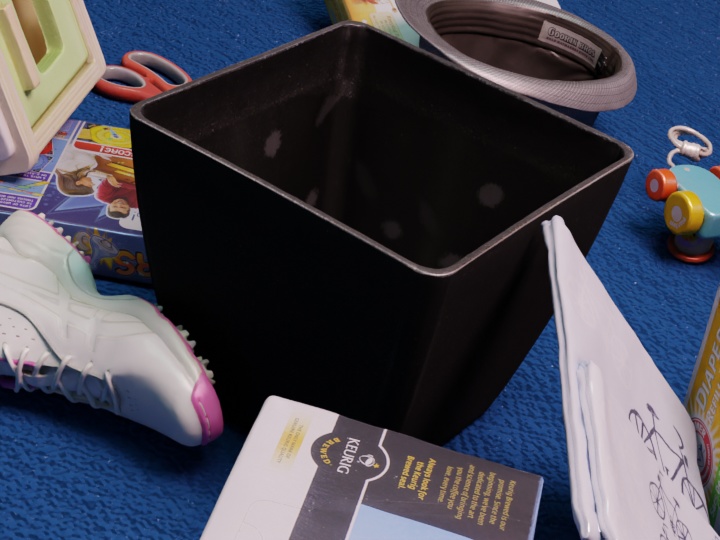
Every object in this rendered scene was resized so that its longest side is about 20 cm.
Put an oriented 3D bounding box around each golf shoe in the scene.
[{"bbox_3d":[-0.157,0.046,0.868,0.091,0.076,0.199,-34,50,-30],"label":"golf shoe"}]

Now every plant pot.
[{"bbox_3d":[0.000,0.000,0.874,0.199,0.179,0.199,29,36,25],"label":"plant pot"}]

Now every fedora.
[{"bbox_3d":[0.107,-0.142,1.212,0.198,0.091,0.177,3,34,-25],"label":"fedora"}]

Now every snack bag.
[{"bbox_3d":[0.142,0.097,0.765,0.021,0.189,0.201,-23,39,21],"label":"snack bag"}]

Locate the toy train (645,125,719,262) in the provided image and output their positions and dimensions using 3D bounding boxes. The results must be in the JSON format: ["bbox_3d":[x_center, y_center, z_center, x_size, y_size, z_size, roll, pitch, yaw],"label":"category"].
[{"bbox_3d":[0.295,-0.028,1.133,0.199,0.056,0.150,24,33,13],"label":"toy train"}]

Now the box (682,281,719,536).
[{"bbox_3d":[0.250,0.056,0.844,0.111,0.202,0.102,-2,33,-16],"label":"box"}]

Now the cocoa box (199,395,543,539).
[{"bbox_3d":[-0.012,0.171,0.642,0.130,0.134,0.200,15,32,6],"label":"cocoa box"}]

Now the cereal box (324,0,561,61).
[{"bbox_3d":[0.073,-0.213,1.326,0.198,0.040,0.145,-4,53,-22],"label":"cereal box"}]

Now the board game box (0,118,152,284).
[{"bbox_3d":[-0.136,-0.042,1.030,0.198,0.035,0.136,10,32,0],"label":"board game box"}]

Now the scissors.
[{"bbox_3d":[-0.119,-0.114,1.168,0.199,0.014,0.073,32,36,32],"label":"scissors"}]

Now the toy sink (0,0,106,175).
[{"bbox_3d":[-0.256,-0.134,1.006,0.111,0.131,0.200,-5,30,20],"label":"toy sink"}]
